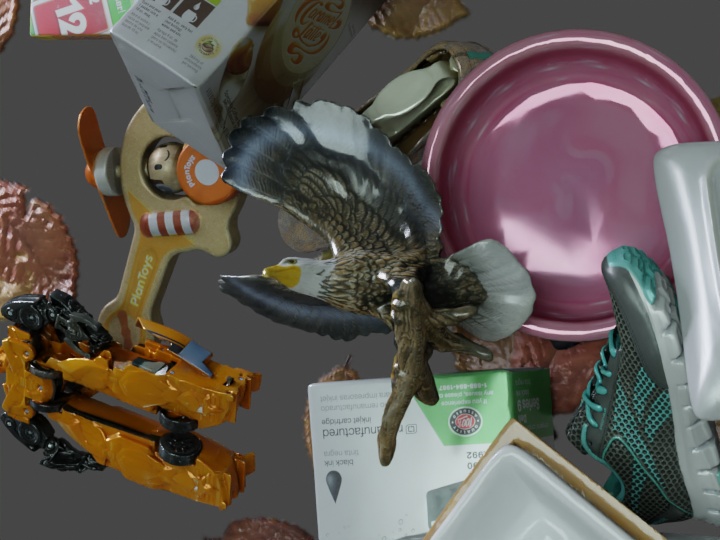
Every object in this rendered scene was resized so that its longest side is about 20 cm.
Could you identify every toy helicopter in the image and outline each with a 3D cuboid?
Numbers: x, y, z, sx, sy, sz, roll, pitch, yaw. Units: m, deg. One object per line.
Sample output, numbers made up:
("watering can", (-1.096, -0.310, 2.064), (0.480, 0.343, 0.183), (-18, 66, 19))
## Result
("toy helicopter", (-0.147, -0.032, 1.596), (0.132, 0.079, 0.201), (25, 110, 14))

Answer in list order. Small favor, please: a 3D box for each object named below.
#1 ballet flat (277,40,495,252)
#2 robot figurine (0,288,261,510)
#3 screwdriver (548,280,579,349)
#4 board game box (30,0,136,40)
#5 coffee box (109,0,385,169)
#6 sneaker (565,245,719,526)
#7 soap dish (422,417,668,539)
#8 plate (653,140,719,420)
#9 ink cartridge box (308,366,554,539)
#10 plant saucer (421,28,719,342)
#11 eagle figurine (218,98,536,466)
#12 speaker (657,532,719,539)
("ballet flat", (0.007, -0.087, 1.533), (0.200, 0.067, 0.068), (-43, 68, 18))
("robot figurine", (-0.168, 0.087, 1.593), (0.199, 0.058, 0.145), (20, 123, 21))
("screwdriver", (0.101, -0.039, 1.525), (0.029, 0.028, 0.201), (-42, 65, 45))
("board game box", (-0.141, -0.213, 1.622), (0.199, 0.030, 0.096), (1, 89, 19))
("coffee box", (-0.060, -0.180, 1.498), (0.080, 0.114, 0.200), (33, 74, 23))
("sneaker", (0.168, 0.081, 1.420), (0.091, 0.078, 0.201), (-14, 113, 10))
("soap dish", (0.128, 0.210, 1.385), (0.200, 0.081, 0.158), (38, 103, 15))
("plate", (0.285, -0.012, 1.367), (0.199, 0.032, 0.200), (-6, 55, 4))
("ink cartridge box", (0.052, 0.168, 1.502), (0.145, 0.084, 0.201), (-6, 87, 22))
("plant saucer", (0.140, -0.052, 1.474), (0.200, 0.051, 0.201), (-1, 83, 9))
("eagle figurine", (-0.005, -0.003, 1.440), (0.152, 0.151, 0.200), (-46, 38, 2))
("speaker", (0.216, 0.205, 1.438), (0.199, 0.081, 0.082), (2, 89, 21))
